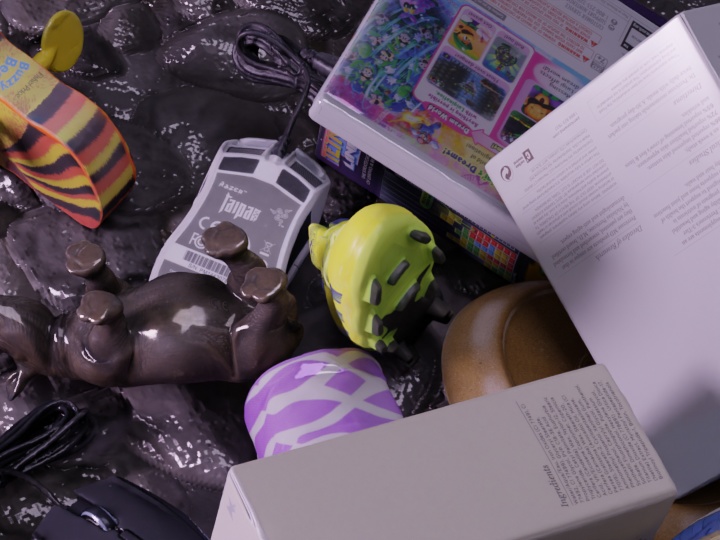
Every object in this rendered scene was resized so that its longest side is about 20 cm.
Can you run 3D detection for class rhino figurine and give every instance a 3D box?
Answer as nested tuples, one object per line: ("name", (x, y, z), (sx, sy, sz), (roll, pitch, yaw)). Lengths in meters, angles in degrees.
("rhino figurine", (-0.123, 0.029, 1.108), (0.200, 0.087, 0.060), (-6, 54, 12))

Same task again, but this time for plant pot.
("plant pot", (0.138, 0.072, 1.140), (0.200, 0.027, 0.200), (18, 38, -15))

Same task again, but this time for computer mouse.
("computer mouse", (-0.058, -0.036, 1.192), (0.110, 0.044, 0.200), (23, 71, 9))
("computer mouse", (-0.139, 0.150, 1.052), (0.140, 0.046, 0.200), (-29, 64, -30))

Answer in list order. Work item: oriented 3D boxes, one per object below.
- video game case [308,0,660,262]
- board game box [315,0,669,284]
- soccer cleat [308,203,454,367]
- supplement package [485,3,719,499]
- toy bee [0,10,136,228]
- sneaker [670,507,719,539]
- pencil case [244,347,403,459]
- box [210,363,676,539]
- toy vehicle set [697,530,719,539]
("video game case", (0.093, -0.100, 1.213), (0.200, 0.024, 0.182), (32, 56, -5))
("board game box", (0.098, -0.097, 1.283), (0.165, 0.057, 0.200), (33, 54, 16))
("soccer cleat", (-0.001, 0.001, 1.110), (0.084, 0.200, 0.065), (38, 84, 12))
("supplement package", (0.201, -0.019, 1.099), (0.151, 0.152, 0.200), (-19, 76, -46))
("toy bee", (-0.217, -0.104, 1.192), (0.200, 0.109, 0.131), (13, 54, -2))
("sneaker", (0.212, 0.120, 1.035), (0.200, 0.077, 0.076), (-24, 48, -15))
("pencil case", (0.003, 0.135, 1.068), (0.084, 0.086, 0.200), (-12, 57, -11))
("box", (0.038, 0.114, 0.995), (0.200, 0.068, 0.082), (-13, 57, -22))
("toy vehicle set", (0.153, 0.235, 0.979), (0.124, 0.027, 0.200), (-26, 84, 3))
